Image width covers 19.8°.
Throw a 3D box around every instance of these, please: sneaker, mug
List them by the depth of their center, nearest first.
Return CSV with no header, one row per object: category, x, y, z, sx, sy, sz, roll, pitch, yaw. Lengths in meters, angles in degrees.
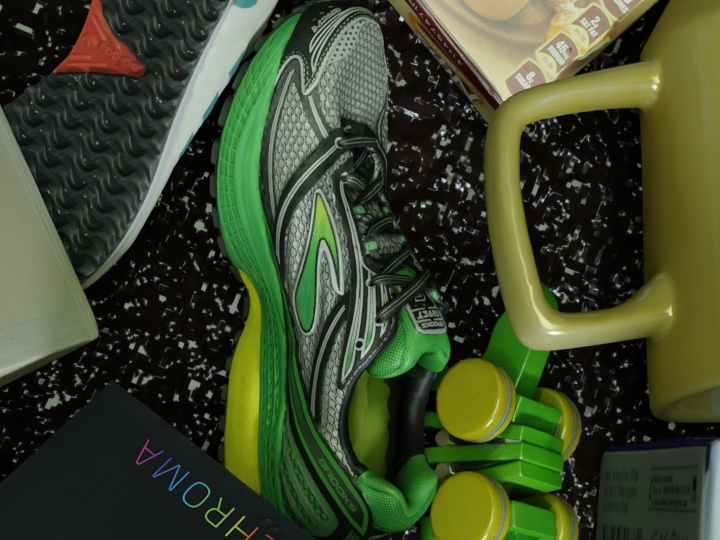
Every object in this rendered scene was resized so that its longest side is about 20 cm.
mug,0.154,-0.035,0.736,0.186,0.149,0.155,3,74,-45
sneaker,0.000,0.000,0.751,0.085,0.078,0.202,-1,92,40
sneaker,-0.074,-0.072,0.768,0.070,0.093,0.201,36,112,15

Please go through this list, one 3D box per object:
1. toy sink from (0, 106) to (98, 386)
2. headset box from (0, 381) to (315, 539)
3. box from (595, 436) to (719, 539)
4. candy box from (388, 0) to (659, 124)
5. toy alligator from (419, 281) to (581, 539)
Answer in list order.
toy sink,-0.203,-0.034,0.714,0.130,0.112,0.202,-24,88,21
headset box,-0.085,0.168,0.645,0.174,0.093,0.200,37,59,19
box,0.195,0.113,0.715,0.198,0.184,0.106,3,84,-4
candy box,0.094,-0.161,0.790,0.200,0.055,0.116,-41,91,-4
toy alligator,0.044,0.102,0.766,0.054,0.059,0.202,-8,71,37
